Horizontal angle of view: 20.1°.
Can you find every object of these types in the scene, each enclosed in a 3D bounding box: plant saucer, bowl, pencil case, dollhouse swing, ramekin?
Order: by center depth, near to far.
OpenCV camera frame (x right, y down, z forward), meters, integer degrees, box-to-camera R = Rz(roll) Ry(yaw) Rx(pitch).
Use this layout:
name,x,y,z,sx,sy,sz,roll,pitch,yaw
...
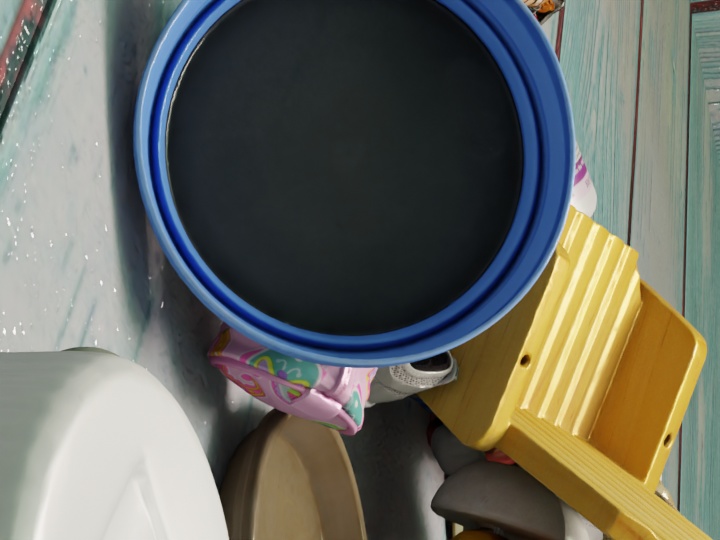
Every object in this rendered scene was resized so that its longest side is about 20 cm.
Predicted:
name,x,y,z,sx,sy,sz,roll,pitch,yaw
ramekin,-0.110,0.118,0.629,0.200,0.097,0.201,-6,90,-75
bowl,-0.003,-0.056,0.915,0.039,0.200,0.202,152,-65,-76
pencil case,0.003,-0.025,0.973,0.201,0.087,0.087,-63,156,-11
plant saucer,-0.033,0.164,1.015,0.200,0.029,0.201,-6,90,-75
dollhouse swing,0.162,0.071,1.189,0.200,0.175,0.182,29,82,-50

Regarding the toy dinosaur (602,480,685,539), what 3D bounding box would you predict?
name,x,y,z,sx,sy,sz,roll,pitch,yaw
toy dinosaur,0.178,0.134,1.392,0.101,0.058,0.200,66,20,4

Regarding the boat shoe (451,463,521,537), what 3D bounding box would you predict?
name,x,y,z,sx,sy,sz,roll,pitch,yaw
boat shoe,0.099,0.150,1.423,0.073,0.065,0.201,12,74,-75

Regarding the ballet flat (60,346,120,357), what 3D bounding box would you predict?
name,x,y,z,sx,sy,sz,roll,pitch,yaw
ballet flat,-0.095,0.108,0.781,0.064,0.067,0.201,-124,-162,-61

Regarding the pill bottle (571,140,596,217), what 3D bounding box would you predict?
name,x,y,z,sx,sy,sz,roll,pitch,yaw
pill bottle,0.064,-0.109,1.276,0.201,0.112,0.112,67,20,-14

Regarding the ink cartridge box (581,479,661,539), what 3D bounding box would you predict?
name,x,y,z,sx,sy,sz,roll,pitch,yaw
ink cartridge box,0.162,0.209,1.504,0.200,0.085,0.148,-74,-179,-57

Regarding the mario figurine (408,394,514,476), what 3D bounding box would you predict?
name,x,y,z,sx,sy,sz,roll,pitch,yaw
mario figurine,0.084,0.070,1.305,0.106,0.123,0.200,44,0,32

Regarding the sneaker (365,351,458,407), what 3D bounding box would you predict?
name,x,y,z,sx,sy,sz,roll,pitch,yaw
sneaker,0.000,0.000,1.089,0.200,0.082,0.075,64,26,-52

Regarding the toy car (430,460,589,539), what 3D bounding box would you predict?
name,x,y,z,sx,sy,sz,roll,pitch,yaw
toy car,0.109,0.219,1.231,0.200,0.149,0.176,45,58,-67

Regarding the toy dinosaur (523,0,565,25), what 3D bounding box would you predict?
name,x,y,z,sx,sy,sz,roll,pitch,yaw
toy dinosaur,0.090,-0.214,1.372,0.200,0.135,0.102,-57,-153,33
